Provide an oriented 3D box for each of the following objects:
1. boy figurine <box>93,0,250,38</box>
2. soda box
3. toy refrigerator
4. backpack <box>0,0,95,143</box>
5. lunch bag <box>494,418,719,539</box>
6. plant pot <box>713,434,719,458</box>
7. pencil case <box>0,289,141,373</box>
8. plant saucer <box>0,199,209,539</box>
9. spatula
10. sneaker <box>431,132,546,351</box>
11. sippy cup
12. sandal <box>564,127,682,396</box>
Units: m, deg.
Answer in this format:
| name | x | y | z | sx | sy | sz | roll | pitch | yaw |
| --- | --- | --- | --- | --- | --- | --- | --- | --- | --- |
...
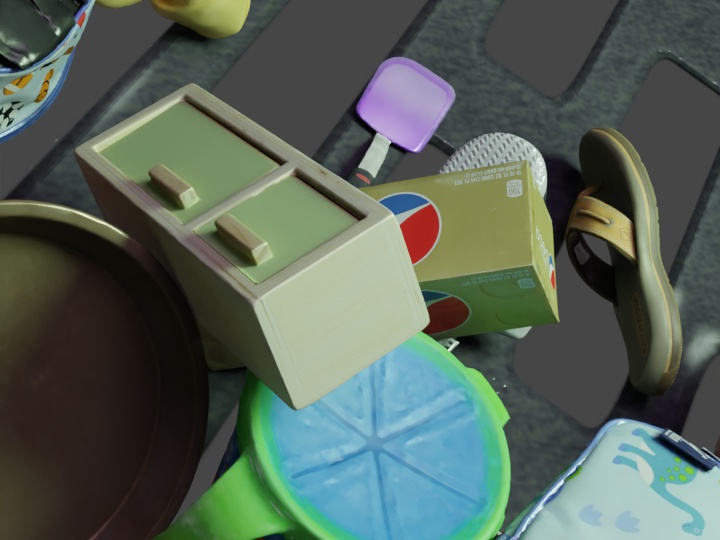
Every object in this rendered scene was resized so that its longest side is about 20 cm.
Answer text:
| name | x | y | z | sx | sy | sz | roll | pitch | yaw |
| --- | --- | --- | --- | --- | --- | --- | --- | --- | --- |
| boy figurine | -0.159 | -0.214 | 0.913 | 0.200 | 0.065 | 0.124 | 36 | 44 | 3 |
| soda box | 0.000 | 0.000 | 0.759 | 0.199 | 0.068 | 0.064 | -9 | 60 | 15 |
| toy refrigerator | -0.058 | -0.021 | 0.682 | 0.076 | 0.070 | 0.200 | -32 | 37 | -17 |
| backpack | -0.239 | -0.152 | 0.763 | 0.190 | 0.154 | 0.201 | 25 | 55 | -2 |
| lunch bag | 0.129 | 0.175 | 0.664 | 0.161 | 0.083 | 0.200 | 38 | 53 | 22 |
| plant pot | 0.327 | 0.102 | 0.861 | 0.200 | 0.195 | 0.202 | 15 | 50 | -19 |
| pencil case | -0.202 | 0.029 | 0.687 | 0.199 | 0.094 | 0.091 | -3 | 58 | -32 |
| plant saucer | -0.163 | 0.066 | 0.652 | 0.199 | 0.029 | 0.202 | -7 | 103 | -30 |
| spatula | 0.006 | -0.068 | 0.925 | 0.056 | 0.021 | 0.200 | 34 | 48 | -5 |
| sneaker | 0.048 | 0.024 | 0.839 | 0.075 | 0.115 | 0.200 | 33 | 80 | 30 |
| sippy cup | -0.015 | 0.110 | 0.706 | 0.177 | 0.130 | 0.140 | 15 | 51 | -18 |
| sandal | 0.164 | -0.011 | 0.947 | 0.054 | 0.080 | 0.201 | -3 | 60 | -6 |
